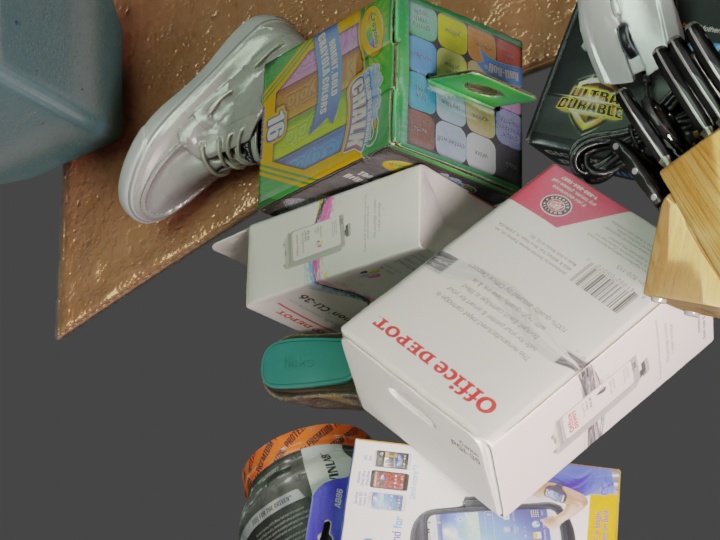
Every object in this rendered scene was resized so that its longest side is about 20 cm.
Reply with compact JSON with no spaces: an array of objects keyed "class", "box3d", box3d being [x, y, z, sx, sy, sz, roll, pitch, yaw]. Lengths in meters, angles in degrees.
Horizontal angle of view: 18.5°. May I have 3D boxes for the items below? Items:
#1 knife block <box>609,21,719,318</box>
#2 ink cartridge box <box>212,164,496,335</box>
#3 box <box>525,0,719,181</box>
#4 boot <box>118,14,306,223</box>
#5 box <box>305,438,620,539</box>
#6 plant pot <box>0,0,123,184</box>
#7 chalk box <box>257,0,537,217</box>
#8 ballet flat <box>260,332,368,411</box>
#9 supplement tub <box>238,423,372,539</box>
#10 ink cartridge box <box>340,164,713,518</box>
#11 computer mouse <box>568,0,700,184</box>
[{"class":"knife block","box3d":[0.243,-0.055,1.335,0.199,0.064,0.176,11,86,35]},{"class":"ink cartridge box","box3d":[0.000,0.000,1.572,0.199,0.116,0.068,-18,59,36]},{"class":"box","box3d":[0.225,-0.136,1.506,0.199,0.046,0.160,16,81,41]},{"class":"boot","box3d":[-0.106,-0.105,1.731,0.200,0.073,0.096,-52,42,6]},{"class":"box","box3d":[0.064,0.175,1.416,0.199,0.042,0.119,7,56,2]},{"class":"plant pot","box3d":[-0.303,-0.175,1.833,0.195,0.200,0.197,-20,59,29]},{"class":"chalk box","box3d":[0.035,-0.110,1.562,0.200,0.124,0.124,-23,57,45]},{"class":"ballet flat","box3d":[0.023,0.072,1.559,0.199,0.067,0.068,3,70,37]},{"class":"supplement tub","box3d":[-0.011,0.212,1.488,0.122,0.122,0.201,-33,54,22]},{"class":"ink cartridge box","box3d":[0.108,0.042,1.431,0.200,0.083,0.146,-37,51,-21]},{"class":"computer mouse","box3d":[0.179,-0.164,1.494,0.109,0.044,0.201,-24,57,30]}]
